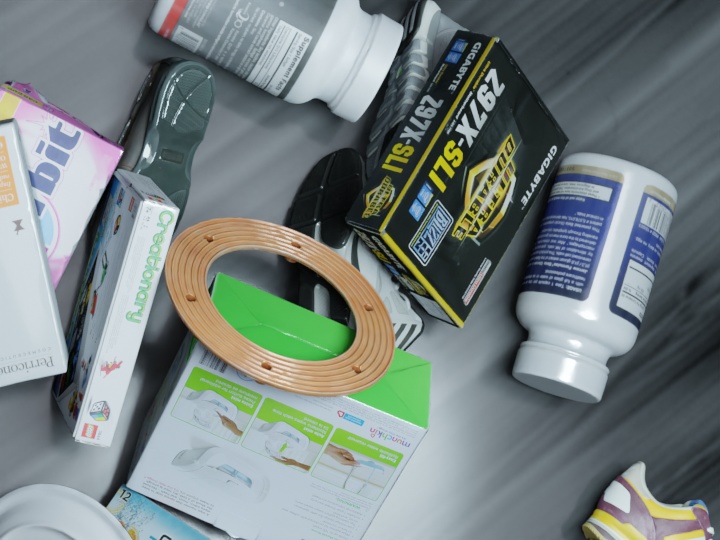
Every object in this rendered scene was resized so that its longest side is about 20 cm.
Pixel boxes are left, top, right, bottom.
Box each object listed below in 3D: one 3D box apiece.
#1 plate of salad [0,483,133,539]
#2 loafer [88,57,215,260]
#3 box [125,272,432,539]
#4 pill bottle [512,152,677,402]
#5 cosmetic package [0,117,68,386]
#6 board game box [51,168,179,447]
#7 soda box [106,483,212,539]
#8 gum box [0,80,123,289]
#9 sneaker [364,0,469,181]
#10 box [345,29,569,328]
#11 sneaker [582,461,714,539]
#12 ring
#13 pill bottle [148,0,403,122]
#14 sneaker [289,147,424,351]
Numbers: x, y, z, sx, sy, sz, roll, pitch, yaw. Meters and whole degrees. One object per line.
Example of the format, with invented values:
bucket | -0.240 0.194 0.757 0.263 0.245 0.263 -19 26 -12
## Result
plate of salad | -0.240 0.270 1.612 0.198 0.048 0.202 3 97 30
loafer | -0.183 -0.086 1.709 0.072 0.063 0.201 22 91 -38
box | -0.066 0.129 1.640 0.199 0.097 0.177 22 123 -9
pill bottle | 0.200 0.008 1.755 0.110 0.111 0.202 20 79 -10
cosmetic package | -0.299 -0.011 1.579 0.100 0.071 0.202 -13 99 -6
board game box | -0.200 0.028 1.620 0.034 0.126 0.202 14 100 -19
soda box | -0.130 0.253 1.619 0.199 0.064 0.069 28 76 30
gum box | -0.284 -0.047 1.647 0.113 0.066 0.201 27 92 -9
sneaker | 0.078 -0.137 1.747 0.115 0.075 0.201 24 60 -18
box | 0.086 -0.078 1.701 0.201 0.049 0.160 -59 138 -15
sneaker | 0.296 0.255 1.766 0.200 0.075 0.090 39 82 -7
ring | -0.065 0.031 1.593 0.199 0.019 0.201 19 36 -14
pill bottle | -0.071 -0.214 1.716 0.199 0.116 0.117 27 78 -9
sneaker | 0.000 0.000 1.741 0.115 0.075 0.202 33 50 -45
